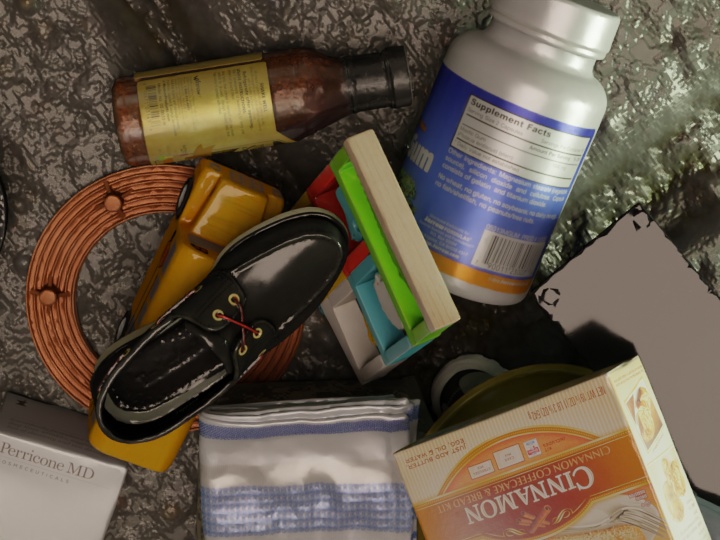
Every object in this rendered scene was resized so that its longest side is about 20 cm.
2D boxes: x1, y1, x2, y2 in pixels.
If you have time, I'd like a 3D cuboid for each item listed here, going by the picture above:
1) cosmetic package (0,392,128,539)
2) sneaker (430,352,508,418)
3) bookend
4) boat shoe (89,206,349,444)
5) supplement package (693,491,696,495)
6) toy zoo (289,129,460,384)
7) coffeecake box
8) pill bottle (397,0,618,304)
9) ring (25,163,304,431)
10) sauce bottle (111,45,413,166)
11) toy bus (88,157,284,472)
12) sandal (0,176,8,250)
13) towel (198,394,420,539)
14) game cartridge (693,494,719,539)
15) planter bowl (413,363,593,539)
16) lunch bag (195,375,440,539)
[{"bbox_3d":[-0.240,0.201,1.253,0.101,0.074,0.201,17,107,-9],"label":"cosmetic package"},{"bbox_3d":[0.137,0.139,1.254,0.199,0.079,0.074,32,101,-14],"label":"sneaker"},{"bbox_3d":[0.210,0.047,1.187,0.092,0.200,0.199,-40,94,9],"label":"bookend"},{"bbox_3d":[-0.086,0.038,1.111,0.201,0.063,0.074,-37,113,7],"label":"boat shoe"},{"bbox_3d":[0.267,0.257,1.222,0.110,0.200,0.157,-3,110,25],"label":"supplement package"},{"bbox_3d":[0.000,0.000,1.152,0.020,0.200,0.132,-22,83,-20],"label":"toy zoo"},{"bbox_3d":[0.131,0.175,1.069,0.153,0.073,0.201,-23,86,25],"label":"coffeecake box"},{"bbox_3d":[0.095,-0.089,1.155,0.111,0.112,0.201,19,105,-9],"label":"pill bottle"},{"bbox_3d":[-0.137,0.024,1.232,0.198,0.019,0.202,-1,108,-2],"label":"ring"},{"bbox_3d":[-0.065,-0.114,1.169,0.198,0.066,0.067,-8,108,1],"label":"sauce bottle"},{"bbox_3d":[-0.118,0.029,1.178,0.065,0.078,0.201,22,109,-16],"label":"toy bus"},{"bbox_3d":[-0.284,0.001,1.207,0.075,0.048,0.202,7,119,-7],"label":"sandal"},{"bbox_3d":[-0.032,0.177,1.157,0.145,0.024,0.202,-2,110,-2],"label":"towel"},{"bbox_3d":[0.190,0.241,1.111,0.133,0.040,0.201,25,108,24],"label":"game cartridge"},{"bbox_3d":[0.131,0.171,1.177,0.199,0.083,0.202,-6,109,-18],"label":"planter bowl"},{"bbox_3d":[-0.036,0.187,1.238,0.162,0.118,0.202,-1,113,-10],"label":"lunch bag"}]
